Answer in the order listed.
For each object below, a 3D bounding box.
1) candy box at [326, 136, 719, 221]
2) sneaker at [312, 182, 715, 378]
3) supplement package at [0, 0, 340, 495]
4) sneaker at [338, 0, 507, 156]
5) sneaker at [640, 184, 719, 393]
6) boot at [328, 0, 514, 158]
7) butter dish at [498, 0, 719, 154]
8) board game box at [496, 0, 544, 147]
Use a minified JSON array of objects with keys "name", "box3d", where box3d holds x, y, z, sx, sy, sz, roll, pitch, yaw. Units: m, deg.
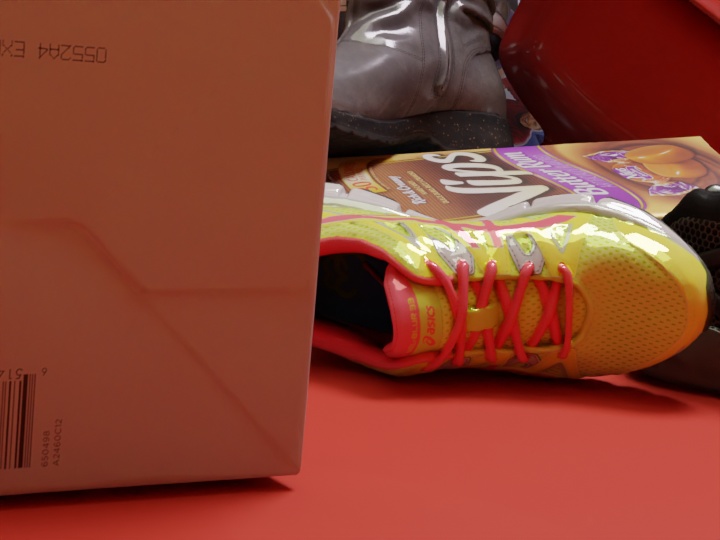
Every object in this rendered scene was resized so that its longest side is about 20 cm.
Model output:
[{"name":"candy box","box3d":[0.086,-0.018,0.797,0.200,0.057,0.117,-5,22,-7]},{"name":"sneaker","box3d":[0.041,0.014,0.674,0.200,0.078,0.090,3,19,12]},{"name":"supplement package","box3d":[-0.122,-0.022,0.484,0.200,0.156,0.111,0,10,-30]},{"name":"sneaker","box3d":[0.030,-0.091,0.990,0.077,0.147,0.202,0,2,27]},{"name":"sneaker","box3d":[0.212,0.003,0.683,0.199,0.114,0.076,12,12,28]},{"name":"boot","box3d":[-0.001,-0.122,0.849,0.070,0.132,0.200,-8,-7,42]},{"name":"butter dish","box3d":[0.150,-0.106,0.974,0.199,0.148,0.200,35,5,-6]},{"name":"board game box","box3d":[0.075,-0.115,1.101,0.135,0.200,0.034,5,3,-8]}]
